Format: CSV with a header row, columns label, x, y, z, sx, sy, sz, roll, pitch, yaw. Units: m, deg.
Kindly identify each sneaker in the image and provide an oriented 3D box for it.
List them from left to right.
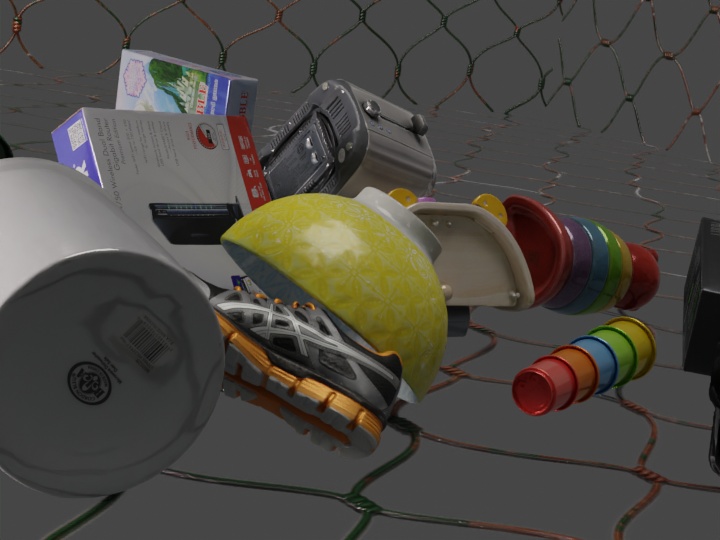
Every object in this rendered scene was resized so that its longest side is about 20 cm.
label,x,y,z,sx,sy,sz,roll,pitch,yaw
sneaker,-0.060,0.052,1.020,0.200,0.078,0.077,33,59,6

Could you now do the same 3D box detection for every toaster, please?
label,x,y,z,sx,sy,sz,roll,pitch,yaw
toaster,-0.019,-0.091,1.444,0.129,0.200,0.114,13,44,-40

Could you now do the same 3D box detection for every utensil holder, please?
label,x,y,z,sx,sy,sz,roll,pitch,yaw
utensil holder,-0.195,0.034,0.924,0.169,0.171,0.200,3,16,-28

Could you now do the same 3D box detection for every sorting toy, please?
label,x,y,z,sx,sy,sz,roll,pitch,yaw
sorting toy,0.031,-0.012,1.370,0.199,0.107,0.180,2,-5,-33

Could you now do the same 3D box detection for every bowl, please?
label,x,y,z,sx,sy,sz,roll,pitch,yaw
bowl,0.000,0.000,1.129,0.200,0.108,0.200,38,-9,7

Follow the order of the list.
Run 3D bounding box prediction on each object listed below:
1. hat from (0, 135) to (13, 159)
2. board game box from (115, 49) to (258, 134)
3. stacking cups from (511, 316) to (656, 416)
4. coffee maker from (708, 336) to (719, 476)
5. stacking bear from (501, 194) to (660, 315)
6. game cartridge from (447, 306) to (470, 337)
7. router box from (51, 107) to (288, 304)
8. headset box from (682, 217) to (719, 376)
label,x,y,z,sx,sy,sz,roll,pitch,yaw
hat,-0.322,0.011,0.982,0.199,0.177,0.166,-20,-27,6
board game box,-0.200,-0.127,1.576,0.041,0.201,0.199,-3,16,-44
stacking cups,0.192,0.088,1.240,0.060,0.061,0.200,16,18,28
coffee maker,0.313,0.091,0.977,0.134,0.193,0.200,-19,11,0
stacking bear,0.246,-0.002,1.578,0.200,0.122,0.114,9,7,-40
game cartridge,0.012,0.023,1.441,0.133,0.041,0.200,5,12,-37
router box,-0.147,-0.031,1.202,0.179,0.201,0.049,-4,-18,-47
headset box,0.416,0.039,1.445,0.173,0.093,0.200,11,26,7
